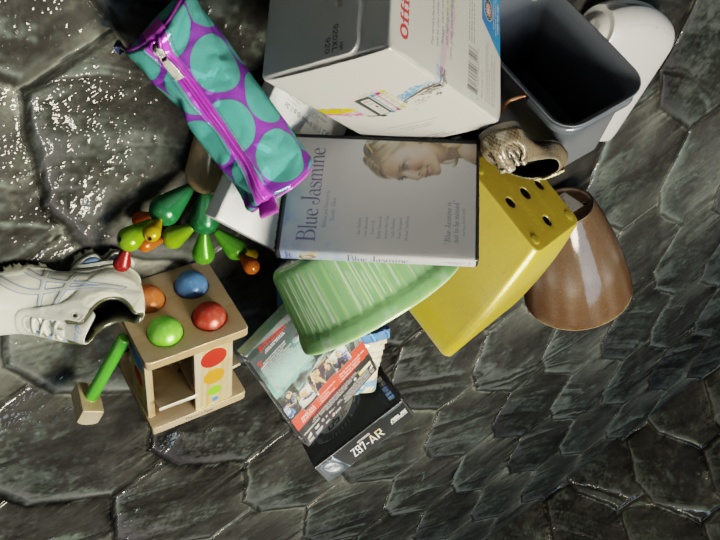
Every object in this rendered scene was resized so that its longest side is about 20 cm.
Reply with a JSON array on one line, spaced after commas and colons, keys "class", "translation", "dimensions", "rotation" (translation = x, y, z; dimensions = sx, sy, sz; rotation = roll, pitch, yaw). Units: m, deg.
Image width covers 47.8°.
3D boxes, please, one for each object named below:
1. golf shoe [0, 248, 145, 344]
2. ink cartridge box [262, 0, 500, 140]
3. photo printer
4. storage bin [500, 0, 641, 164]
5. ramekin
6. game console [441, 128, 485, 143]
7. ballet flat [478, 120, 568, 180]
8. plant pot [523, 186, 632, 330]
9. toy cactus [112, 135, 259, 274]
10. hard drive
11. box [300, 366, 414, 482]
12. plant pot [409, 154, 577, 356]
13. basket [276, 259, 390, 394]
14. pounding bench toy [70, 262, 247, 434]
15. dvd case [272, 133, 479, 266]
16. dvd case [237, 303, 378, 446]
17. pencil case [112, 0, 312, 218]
[{"class": "golf shoe", "translation": [-0.326, 0.041, 0.861], "dimensions": [0.199, 0.097, 0.078], "rotation": [-19, 144, -25]}, {"class": "ink cartridge box", "translation": [0.027, -0.227, 0.783], "dimensions": [0.144, 0.148, 0.200], "rotation": [-6, 165, 36]}, {"class": "photo printer", "translation": [0.341, -0.278, 1.134], "dimensions": [0.166, 0.070, 0.200], "rotation": [-5, 134, -40]}, {"class": "storage bin", "translation": [0.216, -0.217, 0.990], "dimensions": [0.145, 0.200, 0.134], "rotation": [-30, 155, -12]}, {"class": "ramekin", "translation": [0.000, 0.000, 0.900], "dimensions": [0.200, 0.098, 0.200], "rotation": [-30, -174, 3]}, {"class": "game console", "translation": [0.052, -0.103, 0.981], "dimensions": [0.200, 0.175, 0.117], "rotation": [-29, 122, -53]}, {"class": "ballet flat", "translation": [0.181, -0.118, 0.883], "dimensions": [0.067, 0.047, 0.200], "rotation": [-23, 167, 25]}, {"class": "plant pot", "translation": [0.354, -0.035, 1.368], "dimensions": [0.187, 0.187, 0.200], "rotation": [-31, 131, -10]}, {"class": "toy cactus", "translation": [-0.172, -0.070, 0.892], "dimensions": [0.199, 0.102, 0.166], "rotation": [-8, 127, -26]}, {"class": "hard drive", "translation": [-0.079, -0.127, 0.879], "dimensions": [0.132, 0.026, 0.201], "rotation": [30, 82, -55]}, {"class": "box", "translation": [-0.029, 0.198, 1.235], "dimensions": [0.160, 0.200, 0.044], "rotation": [-37, 126, -1]}, {"class": "plant pot", "translation": [0.151, -0.047, 1.031], "dimensions": [0.176, 0.200, 0.200], "rotation": [-43, 171, 39]}, {"class": "basket", "translation": [-0.048, 0.078, 1.148], "dimensions": [0.176, 0.139, 0.201], "rotation": [-2, 105, -39]}, {"class": "pounding bench toy", "translation": [-0.251, 0.097, 0.971], "dimensions": [0.199, 0.124, 0.156], "rotation": [-20, 142, -26]}, {"class": "dvd case", "translation": [0.019, -0.074, 0.817], "dimensions": [0.199, 0.143, 0.018], "rotation": [2, 153, 4]}, {"class": "dvd case", "translation": [-0.060, 0.114, 1.032], "dimensions": [0.146, 0.022, 0.200], "rotation": [-47, 137, -20]}, {"class": "pencil case", "translation": [-0.129, -0.150, 0.753], "dimensions": [0.085, 0.093, 0.200], "rotation": [-26, 117, 22]}]
